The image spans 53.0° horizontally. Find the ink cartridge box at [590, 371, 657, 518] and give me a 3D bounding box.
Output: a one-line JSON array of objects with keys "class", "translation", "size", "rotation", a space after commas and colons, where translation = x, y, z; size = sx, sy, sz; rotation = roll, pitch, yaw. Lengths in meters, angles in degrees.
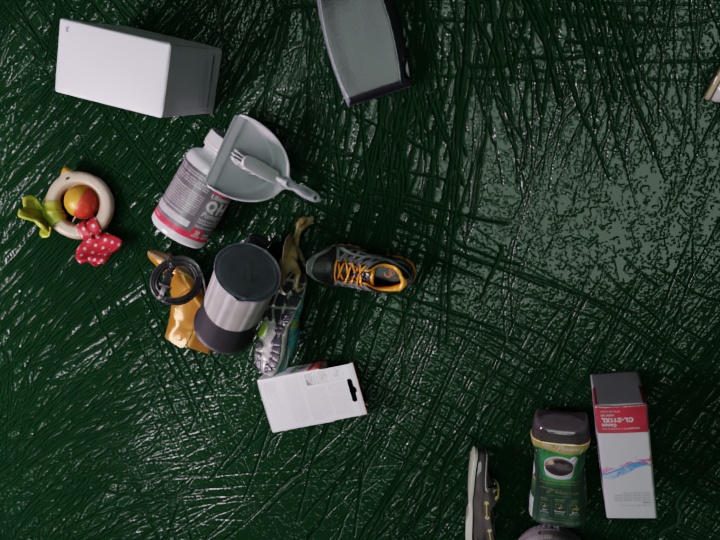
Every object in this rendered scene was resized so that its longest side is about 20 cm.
[{"class": "ink cartridge box", "translation": [0.442, 0.292, 1.218], "size": [0.082, 0.146, 0.202], "rotation": [-6, 101, 16]}]

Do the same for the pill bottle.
[{"class": "pill bottle", "translation": [-0.283, -0.151, 1.306], "size": [0.110, 0.111, 0.201], "rotation": [34, 102, 4]}]

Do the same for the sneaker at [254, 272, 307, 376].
[{"class": "sneaker", "translation": [-0.144, 0.098, 1.355], "size": [0.077, 0.080, 0.202], "rotation": [16, 88, 27]}]

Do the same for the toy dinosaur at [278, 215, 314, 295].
[{"class": "toy dinosaur", "translation": [-0.129, -0.011, 1.286], "size": [0.058, 0.201, 0.102], "rotation": [7, 139, 9]}]

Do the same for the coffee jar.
[{"class": "coffee jar", "translation": [0.354, 0.346, 1.284], "size": [0.103, 0.085, 0.202], "rotation": [3, 104, 16]}]

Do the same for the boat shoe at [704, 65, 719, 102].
[{"class": "boat shoe", "translation": [0.595, -0.334, 1.073], "size": [0.068, 0.075, 0.201], "rotation": [33, 107, 10]}]

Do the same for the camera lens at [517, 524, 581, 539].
[{"class": "camera lens", "translation": [0.340, 0.569, 1.279], "size": [0.158, 0.200, 0.162], "rotation": [3, 103, 13]}]

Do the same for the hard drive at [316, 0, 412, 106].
[{"class": "hard drive", "translation": [0.003, -0.393, 1.219], "size": [0.134, 0.042, 0.202], "rotation": [-13, 99, 16]}]

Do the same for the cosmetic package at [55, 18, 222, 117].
[{"class": "cosmetic package", "translation": [-0.375, -0.345, 1.240], "size": [0.197, 0.200, 0.124], "rotation": [15, 106, 10]}]

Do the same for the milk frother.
[{"class": "milk frother", "translation": [-0.260, 0.022, 1.268], "size": [0.198, 0.182, 0.189], "rotation": [7, 143, -21]}]

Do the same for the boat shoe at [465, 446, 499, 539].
[{"class": "boat shoe", "translation": [0.229, 0.419, 1.343], "size": [0.060, 0.072, 0.203], "rotation": [3, 111, 9]}]

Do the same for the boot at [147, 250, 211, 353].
[{"class": "boot", "translation": [-0.349, 0.065, 1.393], "size": [0.200, 0.071, 0.145], "rotation": [31, 100, -2]}]

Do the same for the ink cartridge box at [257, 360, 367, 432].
[{"class": "ink cartridge box", "translation": [-0.088, 0.236, 1.386], "size": [0.198, 0.050, 0.110], "rotation": [-13, 99, 15]}]

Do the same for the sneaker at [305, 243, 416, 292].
[{"class": "sneaker", "translation": [0.000, 0.000, 1.282], "size": [0.198, 0.077, 0.079], "rotation": [3, 105, 4]}]

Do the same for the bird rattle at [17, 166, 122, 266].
[{"class": "bird rattle", "translation": [-0.545, -0.107, 1.394], "size": [0.199, 0.113, 0.164], "rotation": [25, 91, 4]}]

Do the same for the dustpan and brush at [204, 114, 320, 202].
[{"class": "dustpan and brush", "translation": [-0.156, -0.168, 1.274], "size": [0.057, 0.199, 0.141], "rotation": [26, 91, 50]}]
